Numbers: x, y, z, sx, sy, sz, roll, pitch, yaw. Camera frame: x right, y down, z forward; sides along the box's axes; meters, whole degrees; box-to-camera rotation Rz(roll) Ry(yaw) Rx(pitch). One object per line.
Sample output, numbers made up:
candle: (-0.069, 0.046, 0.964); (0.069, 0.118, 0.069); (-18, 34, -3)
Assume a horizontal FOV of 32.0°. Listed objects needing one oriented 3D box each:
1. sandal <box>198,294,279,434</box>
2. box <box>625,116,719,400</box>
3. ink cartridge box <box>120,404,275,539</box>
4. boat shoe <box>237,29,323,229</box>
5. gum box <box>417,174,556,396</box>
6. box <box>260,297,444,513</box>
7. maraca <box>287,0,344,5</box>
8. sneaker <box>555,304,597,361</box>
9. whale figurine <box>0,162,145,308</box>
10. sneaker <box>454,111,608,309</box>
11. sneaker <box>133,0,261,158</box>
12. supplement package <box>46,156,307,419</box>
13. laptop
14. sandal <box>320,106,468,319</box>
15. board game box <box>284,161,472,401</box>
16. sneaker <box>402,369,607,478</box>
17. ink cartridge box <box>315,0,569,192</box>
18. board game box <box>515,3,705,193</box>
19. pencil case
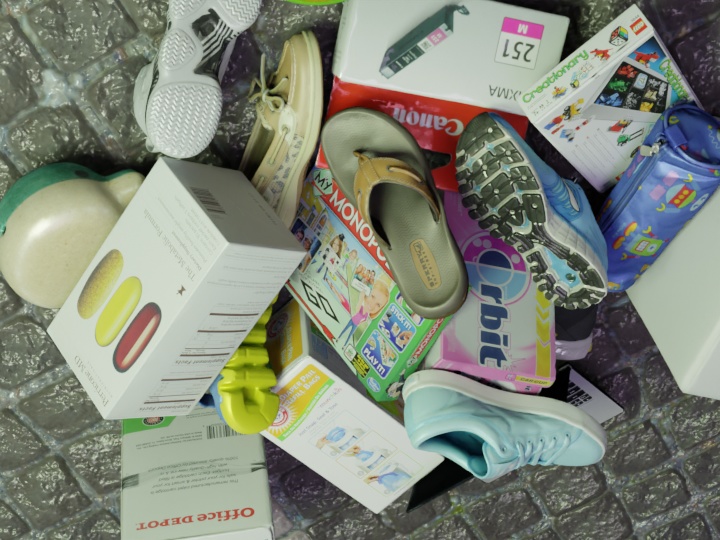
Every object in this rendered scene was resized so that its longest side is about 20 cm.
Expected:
sandal: (-0.125, 0.053, 1.182); (0.079, 0.203, 0.087); (12, 165, -39)
box: (0.384, -0.004, 1.201); (0.169, 0.201, 0.201); (12, 121, -19)
ink cartridge box: (-0.162, 0.221, 1.250); (0.144, 0.201, 0.085); (-7, 125, -5)
boat shoe: (-0.076, -0.120, 1.120); (0.062, 0.074, 0.202); (4, 123, -16)
gum box: (0.117, 0.019, 1.167); (0.112, 0.203, 0.066); (10, 154, -15)
box: (-0.022, 0.134, 1.271); (0.101, 0.113, 0.199); (-41, 120, 19)
maraca: (-0.012, -0.284, 1.005); (0.197, 0.107, 0.139); (-6, 115, -12)
sneaker: (0.152, 0.037, 1.272); (0.197, 0.075, 0.086); (3, 117, -22)
whale figurine: (-0.240, -0.035, 1.149); (0.198, 0.104, 0.160); (4, 126, -42)
sneaker: (0.157, -0.061, 1.134); (0.078, 0.090, 0.201); (-23, 113, 36)
sneaker: (-0.144, -0.191, 1.065); (0.074, 0.115, 0.203); (17, 84, -21)
supplement package: (-0.161, 0.019, 1.090); (0.109, 0.114, 0.201); (6, 127, -55)
laptop: (0.166, 0.193, 1.302); (0.186, 0.117, 0.199); (-32, 137, 23)
sandal: (0.026, -0.052, 1.055); (0.081, 0.202, 0.055); (-26, 166, 15)
board game box: (0.000, 0.000, 1.145); (0.029, 0.200, 0.135); (0, 130, -48)
sneaker: (0.127, 0.156, 1.114); (0.197, 0.083, 0.074); (15, 140, -10)
ink cartridge box: (0.070, -0.158, 1.111); (0.197, 0.044, 0.176); (9, 102, -15)
board game box: (0.229, -0.146, 1.123); (0.126, 0.035, 0.200); (-37, 152, 14)
pencil case: (0.270, -0.065, 1.174); (0.086, 0.079, 0.201); (3, 142, -24)
